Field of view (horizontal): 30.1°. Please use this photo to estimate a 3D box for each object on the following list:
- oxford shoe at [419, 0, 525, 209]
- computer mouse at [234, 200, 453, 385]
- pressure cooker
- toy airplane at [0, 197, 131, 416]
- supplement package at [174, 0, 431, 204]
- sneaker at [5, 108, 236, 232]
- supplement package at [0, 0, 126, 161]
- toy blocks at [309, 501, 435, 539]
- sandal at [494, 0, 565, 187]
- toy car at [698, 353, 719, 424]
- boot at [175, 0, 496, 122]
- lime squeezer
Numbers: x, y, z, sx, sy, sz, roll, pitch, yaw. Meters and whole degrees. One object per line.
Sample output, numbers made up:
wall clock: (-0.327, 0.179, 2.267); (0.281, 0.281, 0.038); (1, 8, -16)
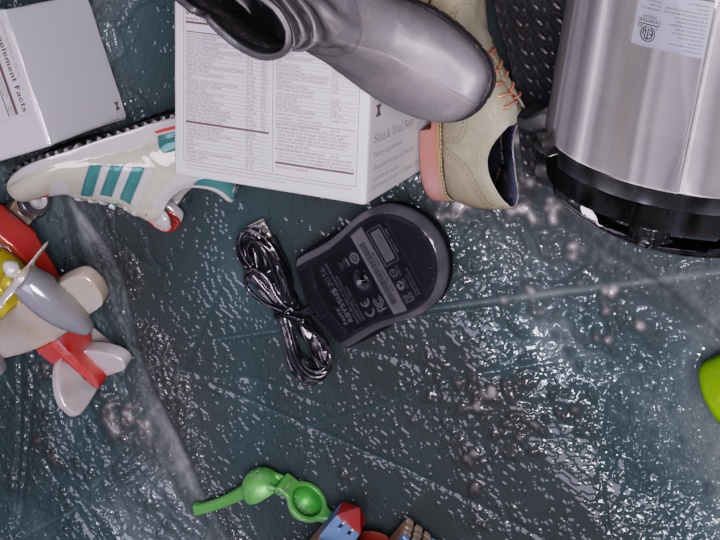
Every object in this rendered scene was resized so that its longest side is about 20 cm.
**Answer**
oxford shoe: (0.083, -0.134, 0.921); (0.073, 0.071, 0.202); (18, 132, 31)
computer mouse: (0.000, 0.000, 1.040); (0.199, 0.053, 0.140); (-23, 94, 41)
pressure cooker: (0.199, -0.107, 0.825); (0.176, 0.177, 0.202); (-134, 45, -56)
toy airplane: (-0.293, 0.041, 1.139); (0.198, 0.141, 0.202); (29, 131, 25)
supplement package: (-0.030, -0.170, 0.936); (0.149, 0.152, 0.203); (10, 110, 21)
sneaker: (-0.191, -0.068, 1.083); (0.198, 0.070, 0.094); (-16, 102, 13)
supplement package: (-0.315, -0.144, 1.109); (0.198, 0.114, 0.111); (-12, 101, 28)
toy blocks: (0.021, 0.265, 1.083); (0.199, 0.100, 0.137); (38, 110, -3)
sandal: (0.136, -0.155, 0.929); (0.074, 0.045, 0.202); (12, 125, 28)
toy car: (0.300, 0.109, 0.835); (0.163, 0.200, 0.159); (-31, 92, 30)
boot: (-0.023, -0.138, 0.783); (0.199, 0.132, 0.070); (30, 114, 9)
lime squeezer: (-0.063, 0.206, 1.140); (0.198, 0.038, 0.072); (11, 111, 22)
